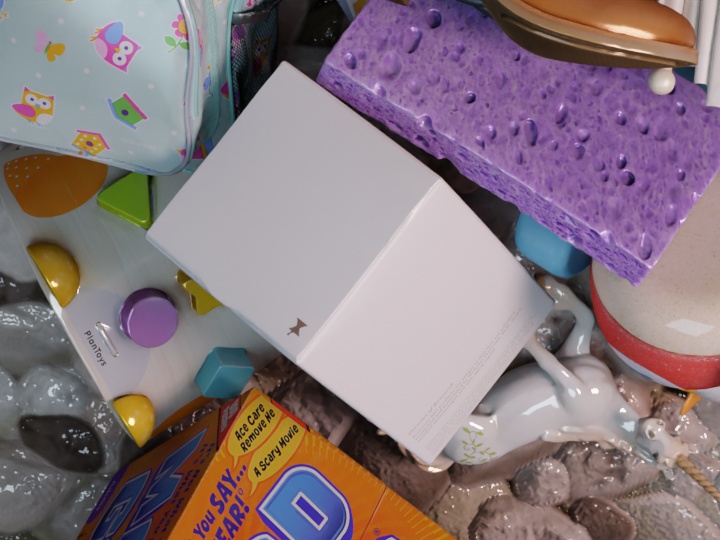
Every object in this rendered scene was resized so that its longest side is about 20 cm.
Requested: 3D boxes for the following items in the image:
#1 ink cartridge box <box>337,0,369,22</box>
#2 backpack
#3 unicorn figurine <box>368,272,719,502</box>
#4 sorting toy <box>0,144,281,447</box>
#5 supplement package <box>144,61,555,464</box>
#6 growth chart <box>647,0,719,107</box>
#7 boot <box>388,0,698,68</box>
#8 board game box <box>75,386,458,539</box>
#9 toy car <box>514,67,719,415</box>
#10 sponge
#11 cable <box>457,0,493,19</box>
[{"bbox_3d":[0.055,-0.152,1.331,0.119,0.042,0.201,-25,114,19],"label":"ink cartridge box"},{"bbox_3d":[-0.131,-0.157,1.289,0.174,0.153,0.201,13,114,10],"label":"backpack"},{"bbox_3d":[0.107,0.075,1.436,0.199,0.074,0.138,-10,127,28],"label":"unicorn figurine"},{"bbox_3d":[-0.088,-0.009,1.409,0.179,0.107,0.201,-28,113,-1],"label":"sorting toy"},{"bbox_3d":[0.000,0.000,1.299,0.121,0.200,0.120,38,89,28],"label":"supplement package"},{"bbox_3d":[0.239,-0.128,1.203,0.199,0.018,0.146,17,83,11],"label":"growth chart"},{"bbox_3d":[0.090,-0.190,1.183,0.199,0.074,0.156,20,86,-2],"label":"boot"},{"bbox_3d":[-0.072,0.228,1.420,0.199,0.200,0.200,38,147,-13],"label":"board game box"},{"bbox_3d":[0.198,0.025,1.342,0.184,0.177,0.201,33,150,24],"label":"toy car"},{"bbox_3d":[0.090,-0.087,1.254,0.199,0.112,0.030,33,151,5],"label":"sponge"},{"bbox_3d":[0.096,-0.205,1.251,0.199,0.051,0.164,-24,99,-6],"label":"cable"}]
